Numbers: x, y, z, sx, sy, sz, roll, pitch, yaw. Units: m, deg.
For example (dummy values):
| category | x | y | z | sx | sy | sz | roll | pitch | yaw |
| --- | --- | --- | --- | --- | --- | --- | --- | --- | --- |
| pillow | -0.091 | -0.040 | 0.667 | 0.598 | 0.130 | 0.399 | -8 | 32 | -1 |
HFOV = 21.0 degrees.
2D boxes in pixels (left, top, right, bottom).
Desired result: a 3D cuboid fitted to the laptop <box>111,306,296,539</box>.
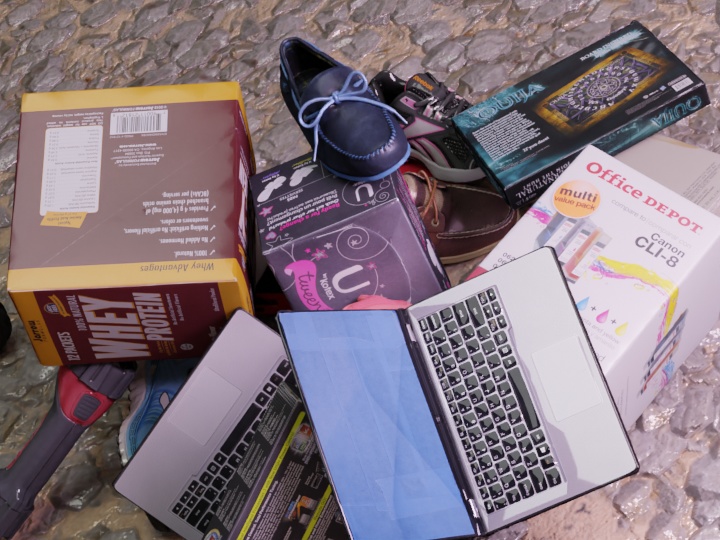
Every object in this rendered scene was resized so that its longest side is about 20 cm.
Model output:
| category | x | y | z | sx | sy | sz | roll | pitch | yaw |
| --- | --- | --- | --- | --- | --- | --- | --- | --- | --- |
| laptop | -0.073 | 0.169 | 1.583 | 0.188 | 0.199 | 0.116 | -54 | 7 | 3 |

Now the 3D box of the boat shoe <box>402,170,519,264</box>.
| category | x | y | z | sx | sy | sz | roll | pitch | yaw |
| --- | --- | --- | --- | --- | --- | --- | --- | --- | --- |
| boat shoe | 0.049 | -0.054 | 1.800 | 0.198 | 0.072 | 0.073 | 0 | 63 | 2 |

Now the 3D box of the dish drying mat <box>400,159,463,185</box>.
| category | x | y | z | sx | sy | sz | roll | pitch | yaw |
| --- | --- | --- | --- | --- | --- | --- | --- | --- | --- |
| dish drying mat | 0.101 | -0.118 | 1.901 | 0.199 | 0.018 | 0.077 | -34 | 39 | -19 |

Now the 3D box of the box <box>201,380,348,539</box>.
| category | x | y | z | sx | sy | sz | roll | pitch | yaw |
| --- | --- | --- | --- | --- | --- | --- | --- | --- | --- |
| box | -0.033 | 0.205 | 1.469 | 0.201 | 0.159 | 0.044 | -64 | 25 | 5 |

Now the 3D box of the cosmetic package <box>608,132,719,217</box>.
| category | x | y | z | sx | sy | sz | roll | pitch | yaw |
| --- | --- | --- | --- | --- | --- | --- | --- | --- | --- |
| cosmetic package | 0.256 | -0.061 | 1.703 | 0.071 | 0.106 | 0.199 | -42 | 43 | -22 |

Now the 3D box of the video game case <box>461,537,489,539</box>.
| category | x | y | z | sx | sy | sz | roll | pitch | yaw |
| --- | --- | --- | --- | --- | --- | --- | --- | --- | --- |
| video game case | 0.047 | 0.192 | 1.549 | 0.201 | 0.019 | 0.143 | -57 | 42 | 3 |

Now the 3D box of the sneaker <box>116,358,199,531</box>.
| category | x | y | z | sx | sy | sz | roll | pitch | yaw |
| --- | --- | --- | --- | --- | --- | --- | --- | --- | --- |
| sneaker | -0.163 | 0.143 | 1.740 | 0.089 | 0.079 | 0.201 | -14 | 41 | 11 |

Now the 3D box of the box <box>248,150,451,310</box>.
| category | x | y | z | sx | sy | sz | roll | pitch | yaw |
| --- | --- | --- | --- | --- | --- | --- | --- | --- | --- |
| box | 0.000 | 0.000 | 1.703 | 0.131 | 0.201 | 0.115 | -22 | 38 | 6 |

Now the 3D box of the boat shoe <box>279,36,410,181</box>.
| category | x | y | z | sx | sy | sz | roll | pitch | yaw |
| --- | --- | --- | --- | --- | --- | --- | --- | --- | --- |
| boat shoe | -0.029 | -0.138 | 1.656 | 0.084 | 0.069 | 0.200 | -36 | 37 | -13 |

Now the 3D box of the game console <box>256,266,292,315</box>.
| category | x | y | z | sx | sy | sz | roll | pitch | yaw |
| --- | --- | --- | --- | --- | --- | --- | --- | --- | --- |
| game console | -0.045 | -0.024 | 1.896 | 0.198 | 0.031 | 0.177 | 0 | 41 | 28 |

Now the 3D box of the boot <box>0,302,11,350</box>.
| category | x | y | z | sx | sy | sz | roll | pitch | yaw |
| --- | --- | --- | --- | --- | --- | --- | --- | --- | --- |
| boot | -0.434 | 0.016 | 2.026 | 0.209 | 0.080 | 0.159 | -5 | 44 | 25 |

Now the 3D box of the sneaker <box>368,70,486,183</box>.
| category | x | y | z | sx | sy | sz | roll | pitch | yaw |
| --- | --- | --- | --- | --- | --- | --- | --- | --- | --- |
| sneaker | 0.072 | -0.143 | 1.853 | 0.199 | 0.087 | 0.080 | 11 | 42 | 42 |

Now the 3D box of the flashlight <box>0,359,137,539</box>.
| category | x | y | z | sx | sy | sz | roll | pitch | yaw |
| --- | --- | --- | --- | --- | --- | --- | --- | --- | --- |
| flashlight | -0.282 | 0.148 | 1.759 | 0.068 | 0.068 | 0.201 | 42 | 103 | 17 |

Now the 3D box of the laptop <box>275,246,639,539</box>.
| category | x | y | z | sx | sy | sz | roll | pitch | yaw |
| --- | --- | --- | --- | --- | --- | --- | --- | --- | --- |
| laptop | 0.071 | 0.089 | 1.418 | 0.198 | 0.116 | 0.189 | -24 | 69 | 10 |

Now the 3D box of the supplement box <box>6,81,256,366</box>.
| category | x | y | z | sx | sy | sz | roll | pitch | yaw |
| --- | --- | --- | --- | --- | --- | --- | --- | --- | --- |
| supplement box | -0.193 | -0.040 | 1.694 | 0.195 | 0.133 | 0.202 | -3 | 60 | 3 |

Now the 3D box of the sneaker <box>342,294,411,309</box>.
| category | x | y | z | sx | sy | sz | roll | pitch | yaw |
| --- | --- | --- | --- | --- | --- | --- | --- | --- | --- |
| sneaker | 0.004 | 0.071 | 1.569 | 0.086 | 0.074 | 0.200 | 23 | 20 | 7 |

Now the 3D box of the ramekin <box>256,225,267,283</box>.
| category | x | y | z | sx | sy | sz | roll | pitch | yaw |
| --- | --- | --- | --- | --- | --- | --- | --- | --- | --- |
| ramekin | -0.186 | -0.023 | 1.865 | 0.199 | 0.105 | 0.201 | -33 | 32 | 24 |

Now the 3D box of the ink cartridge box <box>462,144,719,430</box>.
| category | x | y | z | sx | sy | sz | roll | pitch | yaw |
| --- | --- | --- | --- | --- | --- | --- | --- | --- | --- |
| ink cartridge box | 0.185 | 0.032 | 1.580 | 0.145 | 0.145 | 0.200 | 32 | 63 | 24 |

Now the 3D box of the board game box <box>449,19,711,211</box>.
| category | x | y | z | sx | sy | sz | roll | pitch | yaw |
| --- | --- | --- | --- | --- | --- | --- | --- | --- | --- |
| board game box | 0.192 | -0.141 | 1.724 | 0.199 | 0.028 | 0.136 | -28 | 37 | -3 |
